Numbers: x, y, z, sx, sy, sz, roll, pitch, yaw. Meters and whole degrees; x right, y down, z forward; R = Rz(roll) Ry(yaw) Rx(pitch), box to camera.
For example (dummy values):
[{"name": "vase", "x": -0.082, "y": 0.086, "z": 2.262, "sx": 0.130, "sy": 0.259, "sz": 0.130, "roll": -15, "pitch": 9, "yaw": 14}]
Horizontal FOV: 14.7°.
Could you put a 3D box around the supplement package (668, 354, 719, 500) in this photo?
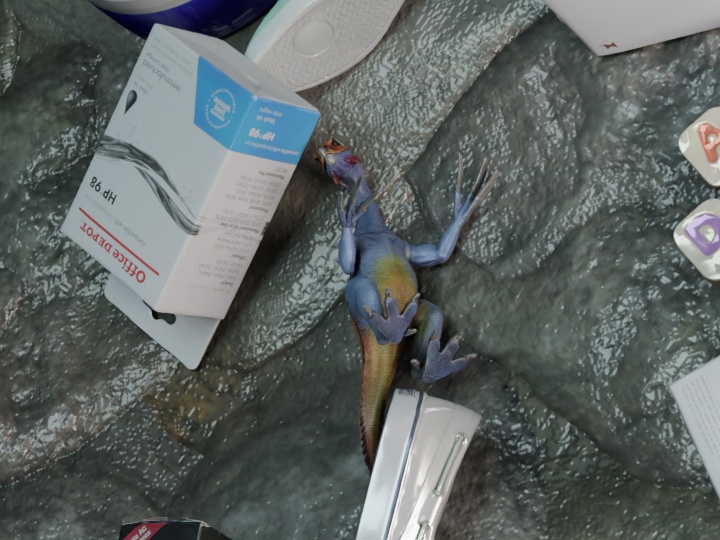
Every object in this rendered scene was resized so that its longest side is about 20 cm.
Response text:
[{"name": "supplement package", "x": 0.296, "y": 0.080, "z": 1.532, "sx": 0.200, "sy": 0.121, "sz": 0.120, "roll": -32, "pitch": 55, "yaw": 16}]

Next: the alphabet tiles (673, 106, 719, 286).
[{"name": "alphabet tiles", "x": 0.286, "y": -0.053, "z": 1.645, "sx": 0.200, "sy": 0.015, "sz": 0.196, "roll": -41, "pitch": 58, "yaw": 6}]

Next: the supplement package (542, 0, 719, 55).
[{"name": "supplement package", "x": 0.175, "y": -0.258, "z": 1.772, "sx": 0.117, "sy": 0.117, "sz": 0.200, "roll": -12, "pitch": 62, "yaw": 27}]

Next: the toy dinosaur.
[{"name": "toy dinosaur", "x": 0.000, "y": 0.000, "z": 1.781, "sx": 0.200, "sy": 0.105, "sz": 0.182, "roll": -58, "pitch": 30, "yaw": 11}]

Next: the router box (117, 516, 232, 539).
[{"name": "router box", "x": -0.096, "y": 0.264, "z": 1.668, "sx": 0.062, "sy": 0.150, "sz": 0.200, "roll": -4, "pitch": 65, "yaw": 30}]

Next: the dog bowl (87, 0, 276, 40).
[{"name": "dog bowl", "x": -0.125, "y": -0.264, "z": 1.985, "sx": 0.200, "sy": 0.079, "sz": 0.201, "roll": -14, "pitch": 60, "yaw": 26}]

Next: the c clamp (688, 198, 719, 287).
[{"name": "c clamp", "x": 0.272, "y": -0.066, "z": 1.682, "sx": 0.171, "sy": 0.027, "sz": 0.200, "roll": 35, "pitch": 87, "yaw": 33}]

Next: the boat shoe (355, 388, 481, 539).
[{"name": "boat shoe", "x": 0.028, "y": 0.174, "z": 1.692, "sx": 0.066, "sy": 0.072, "sz": 0.201, "roll": 13, "pitch": 78, "yaw": 2}]

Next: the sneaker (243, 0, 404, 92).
[{"name": "sneaker", "x": -0.021, "y": -0.216, "z": 1.905, "sx": 0.200, "sy": 0.074, "sz": 0.118, "roll": -47, "pitch": 47, "yaw": 6}]

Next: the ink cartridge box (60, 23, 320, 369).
[{"name": "ink cartridge box", "x": -0.122, "y": -0.047, "z": 1.850, "sx": 0.116, "sy": 0.067, "sz": 0.200, "roll": 37, "pitch": 108, "yaw": 38}]
